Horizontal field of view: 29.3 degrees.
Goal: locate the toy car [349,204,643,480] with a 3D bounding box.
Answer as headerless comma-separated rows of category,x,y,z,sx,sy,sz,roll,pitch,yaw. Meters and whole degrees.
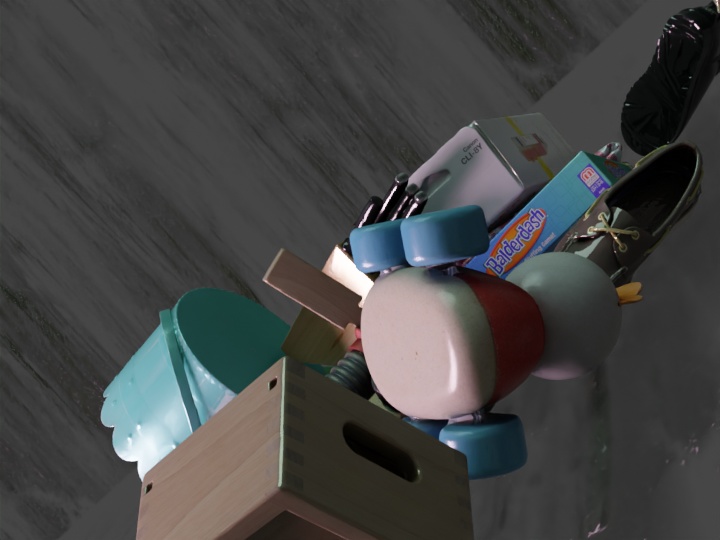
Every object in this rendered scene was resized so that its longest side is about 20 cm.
toy car,0.117,0.040,1.030,0.198,0.186,0.177,-11,1,-24

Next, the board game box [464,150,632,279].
board game box,0.166,-0.018,1.253,0.200,0.045,0.152,-45,-19,18

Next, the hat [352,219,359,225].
hat,0.093,-0.032,1.552,0.166,0.176,0.200,-43,4,-10

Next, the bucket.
bucket,-0.138,0.125,1.346,0.135,0.207,0.207,-54,0,23

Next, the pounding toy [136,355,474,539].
pounding toy,-0.029,0.166,0.902,0.184,0.199,0.143,-40,34,32

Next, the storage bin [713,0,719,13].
storage bin,0.428,-0.331,1.345,0.197,0.095,0.200,-9,19,11

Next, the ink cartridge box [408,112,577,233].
ink cartridge box,0.120,-0.074,1.347,0.145,0.084,0.200,-43,-12,25

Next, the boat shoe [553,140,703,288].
boat shoe,0.214,-0.033,1.129,0.200,0.072,0.060,-41,-25,-24

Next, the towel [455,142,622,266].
towel,0.168,-0.039,1.326,0.199,0.030,0.147,-36,-19,-10

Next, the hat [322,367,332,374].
hat,-0.071,0.118,1.519,0.165,0.176,0.200,-37,7,49

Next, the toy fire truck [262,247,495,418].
toy fire truck,-0.013,0.082,1.172,0.176,0.129,0.199,-45,42,-17

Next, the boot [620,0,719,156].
boot,0.377,-0.226,1.498,0.162,0.073,0.199,-27,-32,-35

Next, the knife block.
knife block,0.000,0.000,1.282,0.199,0.177,0.064,2,20,42

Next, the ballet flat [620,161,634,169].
ballet flat,0.214,-0.035,1.438,0.200,0.066,0.057,-44,44,11
